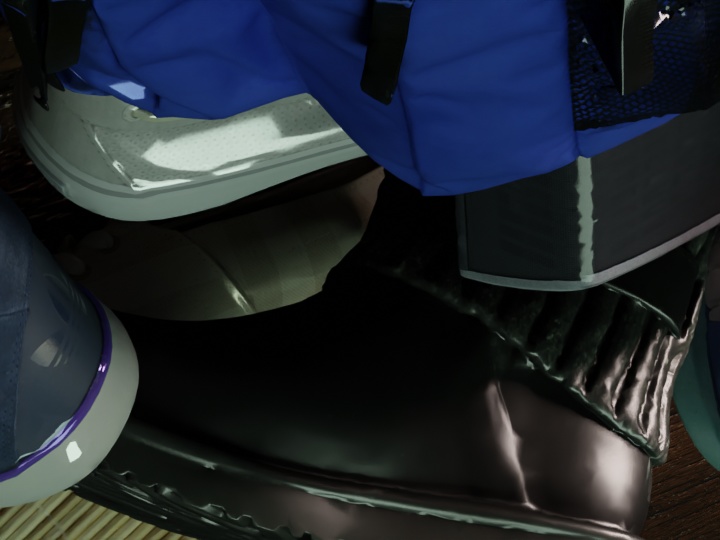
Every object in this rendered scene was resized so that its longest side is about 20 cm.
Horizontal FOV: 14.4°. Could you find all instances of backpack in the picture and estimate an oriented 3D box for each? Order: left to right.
[{"bbox_3d":[0.010,-0.106,0.397,0.167,0.163,0.200,-22,164,-6],"label":"backpack"}]

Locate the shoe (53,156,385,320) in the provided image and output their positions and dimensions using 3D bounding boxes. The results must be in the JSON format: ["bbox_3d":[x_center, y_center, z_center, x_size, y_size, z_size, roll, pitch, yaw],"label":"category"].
[{"bbox_3d":[-0.053,0.001,0.836,0.199,0.054,0.070,-12,-169,-32],"label":"shoe"}]

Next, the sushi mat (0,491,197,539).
[{"bbox_3d":[-0.124,0.096,0.929,0.200,0.096,0.012,-43,-173,41],"label":"sushi mat"}]

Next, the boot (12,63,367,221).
[{"bbox_3d":[0.018,-0.075,0.660,0.199,0.074,0.096,-24,163,-23],"label":"boot"}]

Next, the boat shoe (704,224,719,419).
[{"bbox_3d":[0.133,-0.012,0.736,0.072,0.073,0.200,-8,-149,15],"label":"boat shoe"}]

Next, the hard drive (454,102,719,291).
[{"bbox_3d":[0.103,-0.084,0.672,0.200,0.042,0.135,-34,141,-28],"label":"hard drive"}]

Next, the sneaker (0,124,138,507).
[{"bbox_3d":[-0.166,0.013,0.671,0.199,0.081,0.146,-14,146,26],"label":"sneaker"}]

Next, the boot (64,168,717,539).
[{"bbox_3d":[0.000,0.001,0.778,0.210,0.159,0.079,16,167,-19],"label":"boot"}]

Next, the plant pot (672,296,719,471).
[{"bbox_3d":[0.198,0.019,1.074,0.134,0.202,0.200,-5,180,38],"label":"plant pot"}]
